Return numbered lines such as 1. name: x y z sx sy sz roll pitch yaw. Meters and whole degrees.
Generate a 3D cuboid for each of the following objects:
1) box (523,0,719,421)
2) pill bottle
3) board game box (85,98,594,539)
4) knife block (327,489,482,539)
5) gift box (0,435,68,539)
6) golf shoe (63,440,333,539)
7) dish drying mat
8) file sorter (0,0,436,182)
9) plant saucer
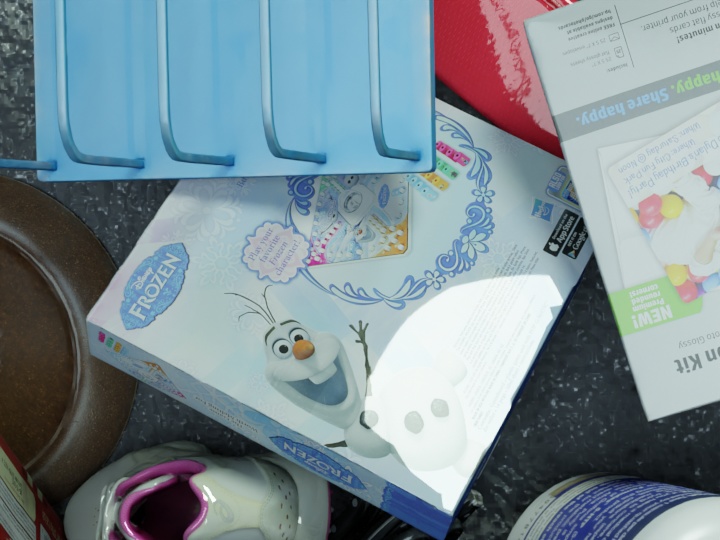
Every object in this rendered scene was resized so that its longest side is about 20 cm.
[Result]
1. box: 0.179 -0.047 0.880 0.155 0.041 0.202 -17 88 9
2. pill bottle: 0.153 0.164 0.874 0.119 0.200 0.121 0 89 -18
3. board game box: 0.000 0.000 0.916 0.198 0.043 0.201 27 64 9
4. knife block: 0.007 0.202 0.945 0.175 0.064 0.202 16 102 48
5. gift box: -0.255 0.187 0.966 0.185 0.201 0.185 -13 139 4
6. golf shoe: -0.105 0.122 0.956 0.199 0.091 0.076 -12 74 46
7. dish drying mat: 0.098 -0.102 0.957 0.200 0.018 0.077 40 104 4
8. file sorter: -0.074 -0.114 0.845 0.198 0.123 0.140 -1 91 12
9. plant saucer: -0.223 0.047 1.032 0.199 0.034 0.202 1 97 10
